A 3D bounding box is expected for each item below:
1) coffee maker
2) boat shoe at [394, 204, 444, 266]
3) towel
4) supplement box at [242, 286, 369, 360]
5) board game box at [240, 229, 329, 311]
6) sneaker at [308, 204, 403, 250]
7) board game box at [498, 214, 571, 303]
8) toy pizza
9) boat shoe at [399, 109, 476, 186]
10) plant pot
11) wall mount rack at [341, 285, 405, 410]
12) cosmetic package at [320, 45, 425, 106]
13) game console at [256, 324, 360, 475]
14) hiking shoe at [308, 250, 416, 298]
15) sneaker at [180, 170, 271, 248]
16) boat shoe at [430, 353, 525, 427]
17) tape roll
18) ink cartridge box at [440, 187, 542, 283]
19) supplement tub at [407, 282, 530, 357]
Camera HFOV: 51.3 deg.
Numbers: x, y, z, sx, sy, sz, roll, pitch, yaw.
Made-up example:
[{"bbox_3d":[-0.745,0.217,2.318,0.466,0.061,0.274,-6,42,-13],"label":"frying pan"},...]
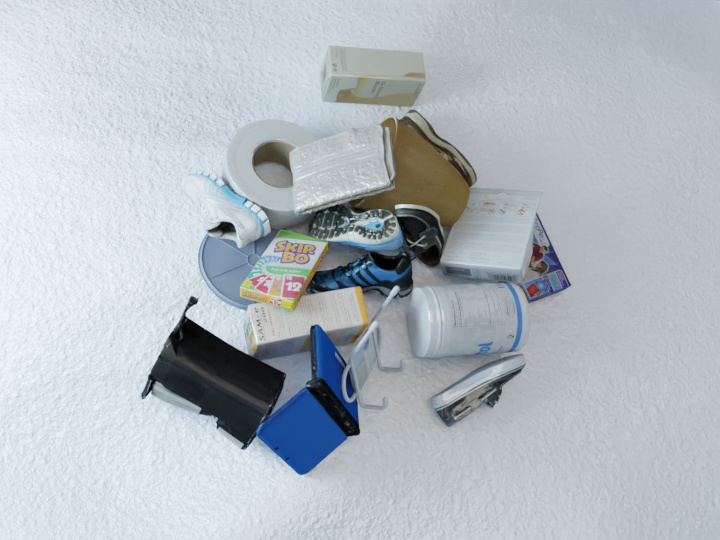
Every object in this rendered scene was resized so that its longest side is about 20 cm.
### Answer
[{"bbox_3d":[-0.228,0.174,1.204,0.199,0.192,0.135,28,52,-4],"label":"coffee maker"},{"bbox_3d":[0.112,-0.067,1.384,0.071,0.200,0.068,1,70,21],"label":"boat shoe"},{"bbox_3d":[-0.034,-0.179,1.321,0.198,0.034,0.134,-15,62,17],"label":"towel"},{"bbox_3d":[-0.098,0.094,1.301,0.198,0.126,0.074,-9,72,-18],"label":"supplement box"},{"bbox_3d":[-0.125,-0.009,1.298,0.095,0.030,0.201,14,35,9],"label":"board game box"},{"bbox_3d":[-0.008,-0.066,1.382,0.198,0.090,0.079,13,69,34],"label":"sneaker"},{"bbox_3d":[0.322,-0.037,1.505,0.134,0.034,0.202,-17,76,-20],"label":"board game box"},{"bbox_3d":[-0.194,-0.011,1.354,0.198,0.032,0.202,9,57,-14],"label":"toy pizza"},{"bbox_3d":[0.144,-0.230,1.516,0.075,0.075,0.202,-41,77,-13],"label":"boat shoe"},{"bbox_3d":[0.104,-0.167,1.432,0.198,0.186,0.188,23,66,-19],"label":"plant pot"},{"bbox_3d":[0.027,0.131,1.281,0.074,0.175,0.200,0,28,20],"label":"wall mount rack"},{"bbox_3d":[0.023,-0.392,1.520,0.198,0.105,0.072,0,72,-13],"label":"cosmetic package"},{"bbox_3d":[-0.084,0.216,1.240,0.117,0.201,0.172,-14,53,11],"label":"game console"},{"bbox_3d":[0.000,0.000,1.365,0.198,0.087,0.075,-3,36,-7],"label":"hiking shoe"},{"bbox_3d":[-0.258,-0.106,1.331,0.199,0.075,0.087,31,54,23],"label":"sneaker"},{"bbox_3d":[0.224,0.221,1.378,0.199,0.072,0.071,-26,88,-11],"label":"boat shoe"},{"bbox_3d":[-0.158,-0.182,1.402,0.200,0.071,0.204,7,63,-14],"label":"tape roll"},{"bbox_3d":[0.256,-0.072,1.447,0.161,0.050,0.201,6,51,25],"label":"ink cartridge box"},{"bbox_3d":[0.198,0.090,1.376,0.198,0.132,0.133,-3,71,-14],"label":"supplement tub"}]
